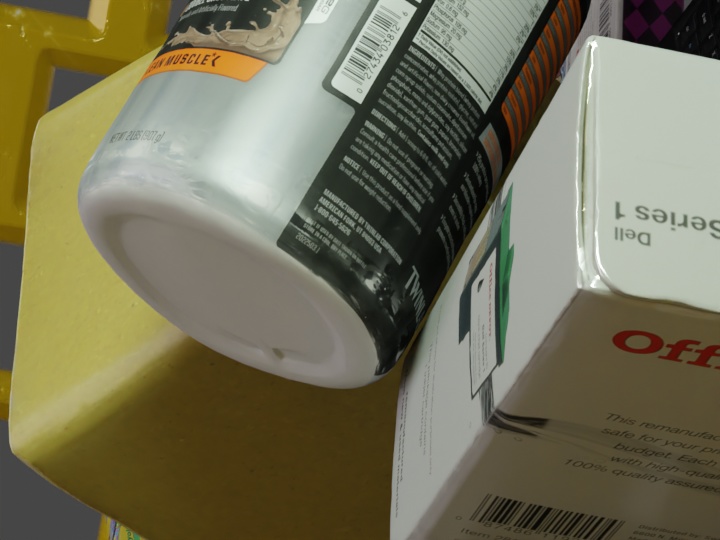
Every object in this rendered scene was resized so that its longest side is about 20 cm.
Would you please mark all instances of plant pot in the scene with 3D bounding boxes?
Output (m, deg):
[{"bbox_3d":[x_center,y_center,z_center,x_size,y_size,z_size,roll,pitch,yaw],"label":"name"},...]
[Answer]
[{"bbox_3d":[0.000,0.000,0.955,0.199,0.195,0.195,-33,38,27],"label":"plant pot"}]

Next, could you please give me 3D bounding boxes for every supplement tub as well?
[{"bbox_3d":[0.001,-0.072,0.798,0.201,0.122,0.123,-60,2,-23],"label":"supplement tub"}]

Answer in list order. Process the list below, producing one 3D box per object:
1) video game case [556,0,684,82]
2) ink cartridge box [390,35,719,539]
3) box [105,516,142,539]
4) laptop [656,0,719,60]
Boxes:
[{"bbox_3d":[0.100,-0.016,1.056,0.181,0.036,0.201,119,158,-61],"label":"video game case"},{"bbox_3d":[0.103,0.028,0.696,0.200,0.145,0.085,117,160,-58],"label":"ink cartridge box"},{"bbox_3d":[-0.151,0.137,2.068,0.193,0.121,0.202,-112,33,-71],"label":"box"},{"bbox_3d":[0.113,-0.083,0.843,0.200,0.103,0.178,-54,25,40],"label":"laptop"}]
